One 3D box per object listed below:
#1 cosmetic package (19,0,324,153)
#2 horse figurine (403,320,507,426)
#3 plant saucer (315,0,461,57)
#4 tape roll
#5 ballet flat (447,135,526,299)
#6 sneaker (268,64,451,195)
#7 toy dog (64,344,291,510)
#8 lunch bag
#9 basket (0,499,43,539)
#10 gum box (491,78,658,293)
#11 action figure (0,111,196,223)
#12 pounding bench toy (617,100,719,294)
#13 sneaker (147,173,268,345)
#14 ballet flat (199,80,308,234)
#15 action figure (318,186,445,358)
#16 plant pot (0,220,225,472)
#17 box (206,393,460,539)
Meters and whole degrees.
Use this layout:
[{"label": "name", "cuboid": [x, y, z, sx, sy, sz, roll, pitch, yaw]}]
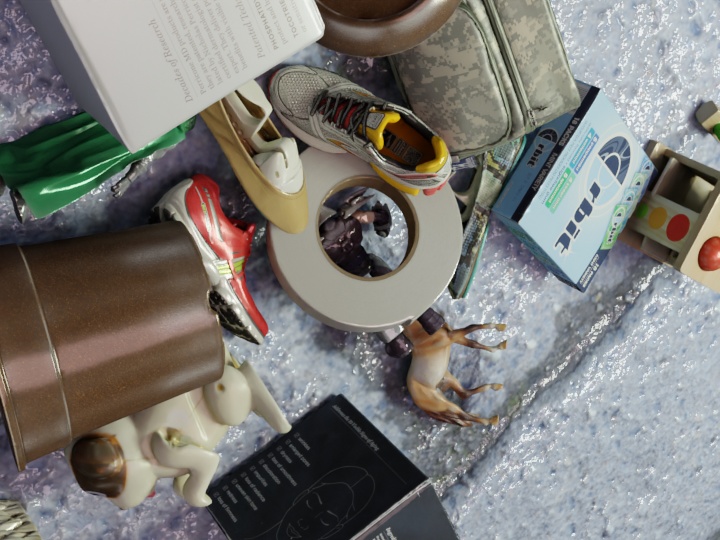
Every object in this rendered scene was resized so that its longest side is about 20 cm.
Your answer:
[{"label": "cosmetic package", "cuboid": [-0.171, -0.238, 1.068, 0.199, 0.167, 0.168, -34, 123, -13]}, {"label": "horse figurine", "cuboid": [0.097, 0.107, 1.421, 0.131, 0.050, 0.202, 7, 126, 11]}, {"label": "plant saucer", "cuboid": [0.008, -0.300, 1.162, 0.197, 0.032, 0.203, 0, 90, 2]}, {"label": "tape roll", "cuboid": [0.004, -0.038, 1.267, 0.200, 0.037, 0.206, 2, 78, -11]}, {"label": "ballet flat", "cuboid": [0.115, -0.070, 1.380, 0.074, 0.074, 0.202, 13, 101, -34]}, {"label": "sneaker", "cuboid": [0.003, -0.147, 1.223, 0.198, 0.082, 0.079, 26, 80, 1]}, {"label": "toy dog", "cuboid": [-0.195, 0.148, 1.237, 0.199, 0.139, 0.195, -37, 111, -12]}, {"label": "lunch bag", "cuboid": [0.110, -0.220, 1.269, 0.166, 0.140, 0.202, -24, 121, 0]}, {"label": "basket", "cuboid": [-0.400, 0.303, 1.185, 0.198, 0.123, 0.137, 2, 110, -30]}, {"label": "gum box", "cuboid": [0.244, -0.090, 1.413, 0.171, 0.044, 0.200, -58, 141, -4]}, {"label": "action figure", "cuboid": [-0.232, -0.108, 1.140, 0.199, 0.118, 0.055, -27, 145, -28]}, {"label": "pounding bench toy", "cuboid": [0.419, -0.089, 1.486, 0.123, 0.156, 0.202, 23, 97, -35]}, {"label": "sneaker", "cuboid": [-0.129, -0.009, 1.250, 0.085, 0.076, 0.201, -46, 132, -25]}, {"label": "ballet flat", "cuboid": [-0.098, -0.123, 1.183, 0.201, 0.063, 0.069, 54, 42, -15]}, {"label": "action figure", "cuboid": [0.000, 0.000, 1.328, 0.130, 0.069, 0.201, -38, 108, 2]}, {"label": "plant pot", "cuboid": [-0.235, 0.051, 1.121, 0.196, 0.200, 0.203, -16, 118, -19]}, {"label": "box", "cuboid": [-0.031, 0.269, 1.342, 0.196, 0.200, 0.125, -36, 126, -12]}]
